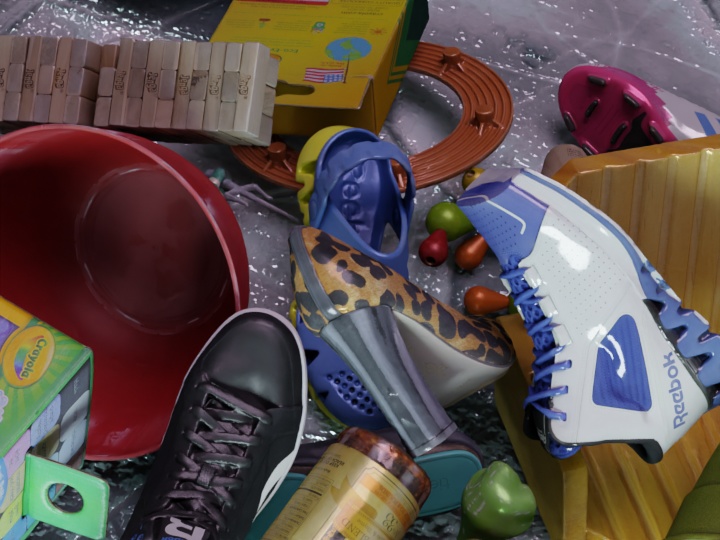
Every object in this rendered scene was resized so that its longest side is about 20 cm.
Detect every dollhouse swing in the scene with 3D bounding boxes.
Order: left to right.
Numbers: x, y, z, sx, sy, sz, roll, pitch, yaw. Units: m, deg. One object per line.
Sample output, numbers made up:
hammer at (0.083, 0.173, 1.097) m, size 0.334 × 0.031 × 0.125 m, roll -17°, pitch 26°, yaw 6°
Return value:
dollhouse swing at (0.200, 0.045, 1.290) m, size 0.199 × 0.176 × 0.182 m, roll -9°, pitch 52°, yaw -15°

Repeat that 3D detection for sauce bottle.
sauce bottle at (-0.039, 0.179, 1.160) m, size 0.066 × 0.066 × 0.200 m, roll 31°, pitch 71°, yaw 13°

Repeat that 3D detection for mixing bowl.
mixing bowl at (-0.142, 0.001, 1.260) m, size 0.200 × 0.201 × 0.108 m, roll 29°, pitch 23°, yaw 11°

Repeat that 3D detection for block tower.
block tower at (-0.143, -0.107, 1.268) m, size 0.199 × 0.058 × 0.054 m, roll 4°, pitch 86°, yaw 23°

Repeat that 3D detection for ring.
ring at (0.005, -0.111, 1.458) m, size 0.200 × 0.019 × 0.201 m, roll -3°, pitch 36°, yaw 2°

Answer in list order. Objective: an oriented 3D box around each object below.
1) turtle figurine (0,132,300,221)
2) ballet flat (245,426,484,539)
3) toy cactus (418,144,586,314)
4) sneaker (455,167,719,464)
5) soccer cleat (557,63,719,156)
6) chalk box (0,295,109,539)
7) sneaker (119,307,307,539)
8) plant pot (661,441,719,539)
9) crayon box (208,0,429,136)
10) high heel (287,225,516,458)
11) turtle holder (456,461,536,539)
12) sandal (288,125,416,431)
turtle figurine at (-0.141, -0.070, 1.353) m, size 0.199 × 0.150 × 0.101 m, roll 22°, pitch 63°, yaw 15°
ballet flat at (-0.027, 0.126, 1.249) m, size 0.199 × 0.073 × 0.073 m, roll -11°, pitch 52°, yaw -17°
toy cactus at (0.138, -0.034, 1.431) m, size 0.199 × 0.103 × 0.165 m, roll 5°, pitch 37°, yaw -1°
sneaker at (0.121, 0.040, 1.211) m, size 0.199 × 0.081 × 0.115 m, roll 43°, pitch 80°, yaw -11°
soccer cleat at (0.232, -0.085, 1.521) m, size 0.200 × 0.070 × 0.086 m, roll 35°, pitch 33°, yaw 13°
chalk box at (-0.227, 0.091, 1.170) m, size 0.200 × 0.125 × 0.124 m, roll 30°, pitch 53°, yaw 13°
sneaker at (-0.079, 0.118, 1.132) m, size 0.073 × 0.112 × 0.201 m, roll 22°, pitch 91°, yaw -2°
plant pot at (0.291, 0.114, 1.212) m, size 0.200 × 0.200 × 0.193 m, roll 23°, pitch 70°, yaw 5°
crayon box at (-0.035, -0.147, 1.452) m, size 0.126 × 0.051 × 0.200 m, roll 5°, pitch 36°, yaw 14°
high heel at (0.024, 0.016, 1.253) m, size 0.143 × 0.071 × 0.200 m, roll 57°, pitch 19°, yaw -4°
turtle holder at (0.066, 0.204, 1.151) m, size 0.141 × 0.132 × 0.185 m, roll 37°, pitch 49°, yaw 18°
sandal at (0.000, 0.000, 1.318) m, size 0.079 × 0.087 × 0.201 m, roll -3°, pitch 80°, yaw -20°
